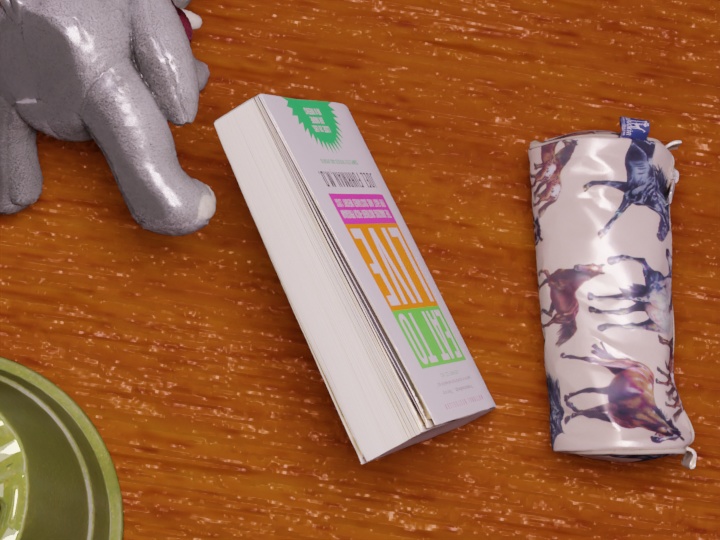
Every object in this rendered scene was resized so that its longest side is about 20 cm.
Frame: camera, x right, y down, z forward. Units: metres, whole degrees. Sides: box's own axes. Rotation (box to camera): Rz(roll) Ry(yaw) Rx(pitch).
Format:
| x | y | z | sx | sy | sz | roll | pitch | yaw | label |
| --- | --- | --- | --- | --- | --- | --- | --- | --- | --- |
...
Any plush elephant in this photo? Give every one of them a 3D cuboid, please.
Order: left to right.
| x | y | z | sx | sy | sz | roll | pitch | yaw | label |
| --- | --- | --- | --- | --- | --- | --- | --- | --- | --- |
| -0.138 | -0.136 | 1.110 | 0.155 | 0.164 | 0.200 | -40 | 121 | -46 | plush elephant |

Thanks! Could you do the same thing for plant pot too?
| x | y | z | sx | sy | sz | roll | pitch | yaw | label |
| --- | --- | --- | --- | --- | --- | --- | --- | --- | --- |
| -0.225 | 0.126 | 1.016 | 0.200 | 0.190 | 0.201 | 1 | 79 | -5 | plant pot |

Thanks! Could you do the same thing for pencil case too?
| x | y | z | sx | sy | sz | roll | pitch | yaw | label |
| --- | --- | --- | --- | --- | --- | --- | --- | --- | --- |
| 0.147 | 0.017 | 1.129 | 0.089 | 0.078 | 0.200 | -5 | 78 | 9 | pencil case |

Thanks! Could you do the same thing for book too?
| x | y | z | sx | sy | sz | roll | pitch | yaw | label |
| --- | --- | --- | --- | --- | --- | --- | --- | --- | --- |
| 0.000 | 0.000 | 1.096 | 0.048 | 0.134 | 0.200 | -30 | 82 | 20 | book |
